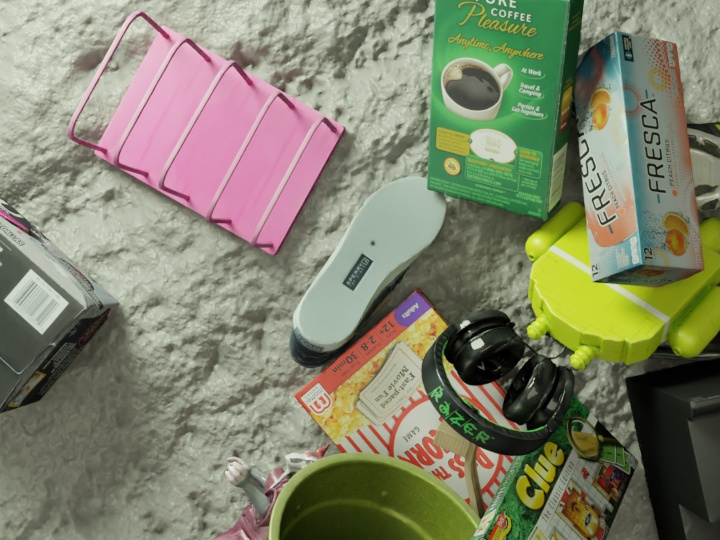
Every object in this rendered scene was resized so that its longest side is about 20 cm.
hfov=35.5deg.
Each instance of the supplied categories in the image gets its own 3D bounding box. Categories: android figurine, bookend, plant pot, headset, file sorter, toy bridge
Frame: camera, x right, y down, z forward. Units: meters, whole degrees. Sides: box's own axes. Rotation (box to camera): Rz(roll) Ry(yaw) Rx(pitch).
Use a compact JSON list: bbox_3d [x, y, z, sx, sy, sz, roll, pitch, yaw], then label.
[{"bbox_3d":[0.227,0.007,0.970,0.182,0.041,0.200,33,61,27],"label":"android figurine"},{"bbox_3d":[0.308,0.184,0.937,0.092,0.200,0.199,-12,89,-1],"label":"bookend"},{"bbox_3d":[-0.008,0.290,0.936,0.200,0.200,0.190,29,127,4],"label":"plant pot"},{"bbox_3d":[0.136,0.076,0.961,0.123,0.200,0.094,42,125,13],"label":"headset"},{"bbox_3d":[-0.138,-0.122,1.011,0.200,0.125,0.139,29,93,4],"label":"file sorter"},{"bbox_3d":[0.074,0.226,0.989,0.067,0.027,0.200,22,111,14],"label":"toy bridge"}]

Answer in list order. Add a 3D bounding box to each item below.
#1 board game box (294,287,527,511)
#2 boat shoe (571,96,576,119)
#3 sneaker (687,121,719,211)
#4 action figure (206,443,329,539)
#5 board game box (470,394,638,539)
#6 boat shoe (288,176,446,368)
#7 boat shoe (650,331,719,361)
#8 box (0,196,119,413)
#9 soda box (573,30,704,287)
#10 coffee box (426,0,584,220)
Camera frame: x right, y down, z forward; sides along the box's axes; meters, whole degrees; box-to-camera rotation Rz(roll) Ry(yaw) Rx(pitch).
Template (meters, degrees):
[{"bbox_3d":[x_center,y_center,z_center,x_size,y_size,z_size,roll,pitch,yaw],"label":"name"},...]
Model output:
[{"bbox_3d":[0.061,0.140,1.037,0.151,0.046,0.200,-42,88,5],"label":"board game box"},{"bbox_3d":[0.173,-0.159,1.007,0.200,0.084,0.069,15,96,7],"label":"boat shoe"},{"bbox_3d":[0.328,-0.099,0.995,0.199,0.085,0.075,6,121,9],"label":"sneaker"},{"bbox_3d":[-0.085,0.239,1.009,0.200,0.134,0.149,-42,88,7],"label":"action figure"},{"bbox_3d":[0.170,0.197,0.964,0.105,0.200,0.023,43,134,-4],"label":"board game box"},{"bbox_3d":[0.000,0.000,1.034,0.071,0.091,0.200,39,67,3],"label":"boat shoe"},{"bbox_3d":[0.331,0.052,0.993,0.200,0.071,0.072,-10,114,11],"label":"boat shoe"},{"bbox_3d":[-0.346,0.013,1.037,0.200,0.115,0.132,41,93,2],"label":"box"},{"bbox_3d":[0.225,-0.089,0.921,0.068,0.064,0.201,5,73,-26],"label":"soda box"},{"bbox_3d":[0.121,-0.151,0.961,0.123,0.044,0.200,17,124,27],"label":"coffee box"}]
